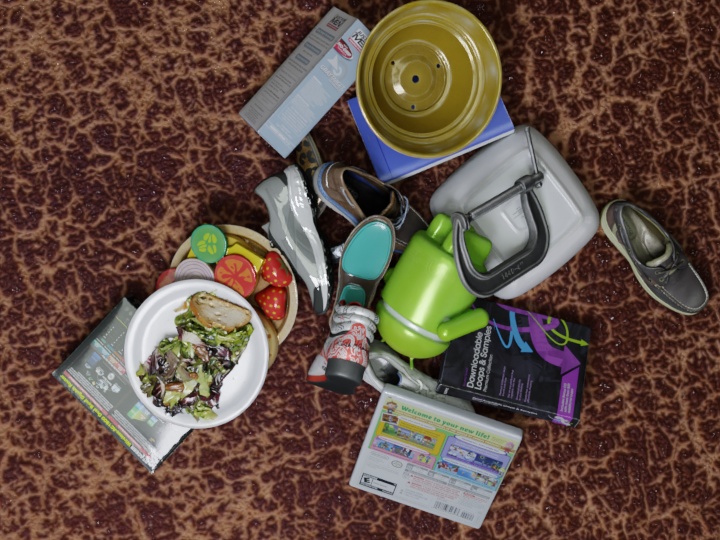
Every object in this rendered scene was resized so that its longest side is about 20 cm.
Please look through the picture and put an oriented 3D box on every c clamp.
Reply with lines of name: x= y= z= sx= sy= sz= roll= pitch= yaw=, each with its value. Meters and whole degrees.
c clamp: x=0.181 y=-0.067 z=1.458 sx=0.199 sy=0.027 sz=0.173 roll=-36 pitch=112 yaw=-32

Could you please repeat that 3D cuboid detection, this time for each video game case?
video game case: x=0.101 y=0.258 z=1.540 sx=0.197 sy=0.022 sz=0.184 roll=19 pitch=123 yaw=0

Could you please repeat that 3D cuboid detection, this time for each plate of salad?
plate of salad: x=-0.222 y=0.114 z=1.500 sx=0.197 sy=0.048 sz=0.203 roll=0 pitch=95 yaw=1

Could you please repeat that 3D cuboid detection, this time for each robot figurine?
robot figurine: x=0.093 y=0.028 z=1.495 sx=0.115 sy=0.175 sz=0.202 roll=19 pitch=105 yaw=-38

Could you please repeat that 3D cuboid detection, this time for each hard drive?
hard drive: x=0.096 y=-0.213 z=1.549 sx=0.198 sy=0.025 sz=0.133 roll=-22 pitch=74 yaw=1

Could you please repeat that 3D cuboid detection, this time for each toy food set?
toy food set: x=-0.182 y=0.035 z=1.538 sx=0.196 sy=0.049 sz=0.202 roll=30 pitch=112 yaw=5

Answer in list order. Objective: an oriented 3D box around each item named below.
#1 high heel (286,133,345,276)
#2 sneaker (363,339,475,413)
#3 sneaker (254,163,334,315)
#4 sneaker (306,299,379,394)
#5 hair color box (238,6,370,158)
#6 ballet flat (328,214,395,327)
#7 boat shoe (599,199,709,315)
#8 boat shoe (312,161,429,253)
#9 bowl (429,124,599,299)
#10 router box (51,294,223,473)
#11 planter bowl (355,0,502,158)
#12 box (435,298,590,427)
high heel: x=-0.107 y=-0.089 z=1.550 sx=0.141 sy=0.071 sz=0.203 roll=-15 pitch=93 yaw=4
sneaker: x=0.074 y=0.171 z=1.548 sx=0.198 sy=0.087 sz=0.075 roll=30 pitch=91 yaw=-2
sneaker: x=-0.084 y=-0.037 z=1.493 sx=0.078 sy=0.074 sz=0.203 roll=-16 pitch=98 yaw=6
sneaker: x=-0.021 y=0.103 z=1.503 sx=0.066 sy=0.201 sz=0.109 roll=17 pitch=77 yaw=-7
hair color box: x=-0.069 y=-0.257 z=1.520 sx=0.200 sy=0.099 sz=0.061 roll=-48 pitch=121 yaw=2
ballet flat: x=0.000 y=0.000 z=1.524 sx=0.067 sy=0.067 sz=0.202 roll=21 pitch=120 yaw=-2
boat shoe: x=0.410 y=-0.016 z=1.551 sx=0.200 sy=0.065 sz=0.073 roll=45 pitch=90 yaw=-2
boat shoe: x=0.027 y=-0.080 z=1.514 sx=0.199 sy=0.072 sz=0.073 roll=28 pitch=76 yaw=-28
bowl: x=0.219 y=-0.081 z=1.546 sx=0.199 sy=0.075 sz=0.201 roll=-38 pitch=92 yaw=0
router box: x=-0.305 y=0.157 z=1.560 sx=0.150 sy=0.062 sz=0.200 roll=-45 pitch=91 yaw=1
planter bowl: x=0.082 y=-0.254 z=1.487 sx=0.197 sy=0.083 sz=0.204 roll=-2 pitch=100 yaw=-11
box: x=0.212 y=0.122 z=1.540 sx=0.197 sy=0.036 sz=0.145 roll=13 pitch=62 yaw=0
